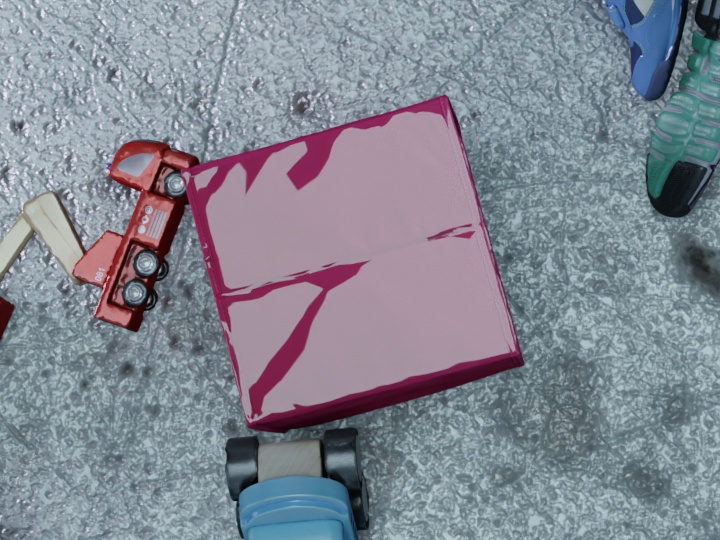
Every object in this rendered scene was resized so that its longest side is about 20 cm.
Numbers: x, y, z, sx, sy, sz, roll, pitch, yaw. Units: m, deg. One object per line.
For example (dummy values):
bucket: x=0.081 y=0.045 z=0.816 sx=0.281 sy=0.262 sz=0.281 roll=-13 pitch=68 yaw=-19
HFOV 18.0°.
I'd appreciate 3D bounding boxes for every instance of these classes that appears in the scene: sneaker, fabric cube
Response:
sneaker: x=0.287 y=-0.130 z=1.738 sx=0.088 sy=0.074 sz=0.200 roll=10 pitch=106 yaw=-32
fabric cube: x=0.000 y=0.000 z=1.683 sx=0.199 sy=0.196 sz=0.200 roll=-15 pitch=84 yaw=5
sneaker: x=0.207 y=-0.227 z=1.727 sx=0.082 sy=0.074 sz=0.200 roll=1 pitch=113 yaw=12

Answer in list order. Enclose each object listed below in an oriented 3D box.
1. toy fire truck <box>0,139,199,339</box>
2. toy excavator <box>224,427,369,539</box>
toy fire truck: x=-0.221 y=-0.018 z=1.776 sx=0.141 sy=0.049 sz=0.200 roll=20 pitch=87 yaw=7
toy excavator: x=-0.042 y=0.243 z=1.703 sx=0.100 sy=0.194 sz=0.200 roll=-4 pitch=56 yaw=4
